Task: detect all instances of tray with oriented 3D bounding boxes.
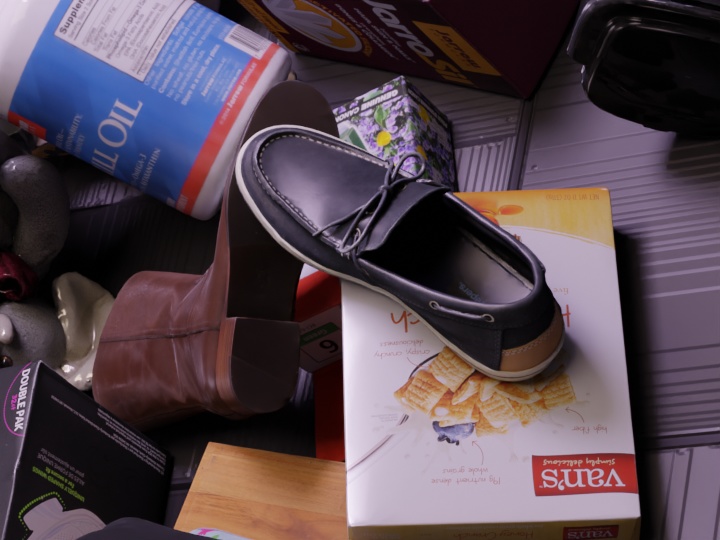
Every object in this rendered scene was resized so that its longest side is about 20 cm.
[{"bbox_3d":[-0.016,0.150,1.364,0.200,0.037,0.099,5,66,40],"label":"tray"}]

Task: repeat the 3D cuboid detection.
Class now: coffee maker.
[{"bbox_3d":[0.175,-0.193,1.331,0.135,0.192,0.200,3,64,21],"label":"coffee maker"}]

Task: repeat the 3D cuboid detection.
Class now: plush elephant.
[{"bbox_3d":[-0.229,0.010,1.552,0.165,0.200,0.155,-22,72,24],"label":"plush elephant"}]

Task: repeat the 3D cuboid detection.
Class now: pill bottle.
[{"bbox_3d":[-0.150,-0.120,1.503,0.200,0.112,0.112,27,77,1],"label":"pill bottle"}]

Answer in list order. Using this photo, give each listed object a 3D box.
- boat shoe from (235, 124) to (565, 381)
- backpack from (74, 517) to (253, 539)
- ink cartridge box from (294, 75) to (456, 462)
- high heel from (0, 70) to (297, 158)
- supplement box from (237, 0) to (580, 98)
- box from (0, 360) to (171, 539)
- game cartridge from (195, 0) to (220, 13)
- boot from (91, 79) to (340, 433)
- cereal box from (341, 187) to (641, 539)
[{"bbox_3d":[0.019,-0.021,1.310,0.200,0.062,0.075,36,65,25],"label":"boat shoe"},{"bbox_3d":[-0.073,0.226,1.264,0.177,0.151,0.200,7,106,42],"label":"backpack"},{"bbox_3d":[0.000,0.000,1.440,0.109,0.050,0.200,-25,48,24],"label":"ink cartridge box"},{"bbox_3d":[-0.137,-0.108,1.630,0.200,0.143,0.071,-7,92,1],"label":"high heel"},{"bbox_3d":[0.015,-0.174,1.503,0.200,0.110,0.086,16,73,44],"label":"supplement box"},{"bbox_3d":[-0.210,0.174,1.440,0.148,0.124,0.200,-13,53,33],"label":"box"},{"bbox_3d":[-0.097,-0.262,1.652,0.130,0.038,0.200,113,160,-53],"label":"game cartridge"},{"bbox_3d":[-0.087,-0.003,1.449,0.200,0.064,0.187,-12,64,64],"label":"boot"},{"bbox_3d":[0.062,0.049,1.321,0.144,0.040,0.200,-3,54,0],"label":"cereal box"}]
